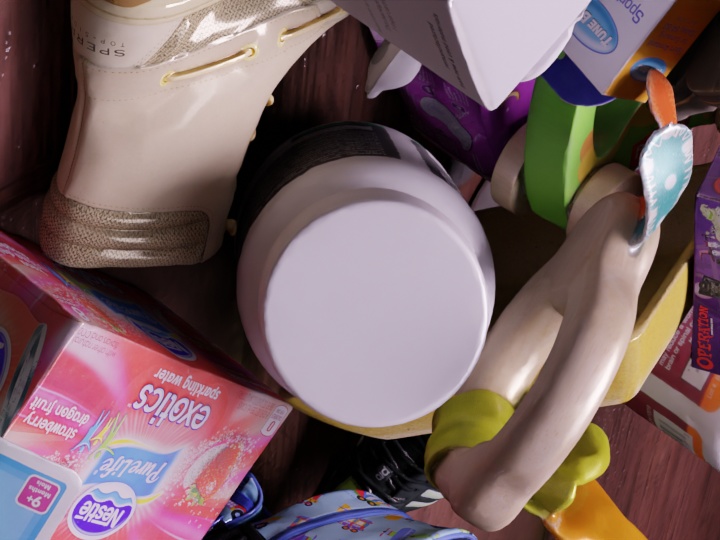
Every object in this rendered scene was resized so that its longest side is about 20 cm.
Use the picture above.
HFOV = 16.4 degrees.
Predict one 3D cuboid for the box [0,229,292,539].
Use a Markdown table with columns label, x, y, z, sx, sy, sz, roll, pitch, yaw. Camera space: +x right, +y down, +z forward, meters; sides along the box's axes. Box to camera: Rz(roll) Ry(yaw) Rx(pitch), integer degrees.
| label | x | y | z | sx | sy | sz | roll | pitch | yaw |
| --- | --- | --- | --- | --- | --- | --- | --- | --- | --- |
| box | -0.129 | 0.058 | 1.078 | 0.103 | 0.094 | 0.200 | -55 | 153 | 3 |

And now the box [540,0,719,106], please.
| label | x | y | z | sx | sy | sz | roll | pitch | yaw |
| --- | --- | --- | --- | --- | --- | --- | --- | --- | --- |
| box | 0.122 | -0.168 | 1.052 | 0.041 | 0.119 | 0.200 | 8 | 127 | -53 |

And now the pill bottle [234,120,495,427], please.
| label | x | y | z | sx | sy | sz | roll | pitch | yaw |
| --- | --- | --- | --- | --- | --- | --- | --- | --- | --- |
| pill bottle | 0.000 | 0.000 | 1.106 | 0.114 | 0.113 | 0.200 | -58 | -172 | 7 |

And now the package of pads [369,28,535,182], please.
| label | x | y | z | sx | sy | sz | roll | pitch | yaw |
| --- | --- | --- | --- | --- | --- | --- | --- | --- | --- |
| package of pads | 0.100 | -0.149 | 1.234 | 0.200 | 0.076 | 0.121 | -49 | 153 | -11 |

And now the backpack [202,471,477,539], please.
| label | x | y | z | sx | sy | sz | roll | pitch | yaw |
| --- | --- | --- | --- | --- | --- | --- | --- | --- | --- |
| backpack | -0.035 | 0.192 | 1.313 | 0.199 | 0.134 | 0.183 | -31 | 144 | -24 |

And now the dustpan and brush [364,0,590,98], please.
| label | x | y | z | sx | sy | sz | roll | pitch | yaw |
| --- | --- | --- | --- | --- | --- | --- | --- | --- | --- |
| dustpan and brush | 0.050 | -0.117 | 1.033 | 0.200 | 0.057 | 0.140 | 119 | -13 | -60 |

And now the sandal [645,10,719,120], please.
| label | x | y | z | sx | sy | sz | roll | pitch | yaw |
| --- | --- | --- | --- | --- | --- | --- | --- | --- | --- |
| sandal | 0.171 | -0.090 | 1.064 | 0.082 | 0.054 | 0.200 | -60 | -176 | -8 |

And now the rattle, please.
| label | x | y | z | sx | sy | sz | roll | pitch | yaw |
| --- | --- | --- | --- | --- | --- | --- | --- | --- | --- |
| rattle | 0.127 | 0.038 | 1.060 | 0.201 | 0.142 | 0.130 | -56 | 176 | 3 |

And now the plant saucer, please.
| label | x | y | z | sx | sy | sz | roll | pitch | yaw |
| --- | --- | --- | --- | --- | --- | --- | --- | --- | --- |
| plant saucer | 0.087 | 0.021 | 1.237 | 0.200 | 0.199 | 0.049 | -47 | 120 | -53 |

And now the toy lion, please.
| label | x | y | z | sx | sy | sz | roll | pitch | yaw |
| --- | --- | --- | --- | --- | --- | --- | --- | --- | --- |
| toy lion | 0.152 | -0.130 | 1.197 | 0.200 | 0.068 | 0.193 | -37 | 145 | -36 |

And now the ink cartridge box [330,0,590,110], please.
| label | x | y | z | sx | sy | sz | roll | pitch | yaw |
| --- | --- | --- | --- | --- | --- | --- | --- | --- | --- |
| ink cartridge box | 0.013 | -0.178 | 0.926 | 0.146 | 0.200 | 0.084 | -48 | 153 | -11 |

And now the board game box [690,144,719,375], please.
| label | x | y | z | sx | sy | sz | roll | pitch | yaw |
| --- | --- | --- | --- | --- | --- | --- | --- | --- | --- |
| board game box | 0.205 | -0.059 | 1.223 | 0.121 | 0.032 | 0.201 | 89 | 24 | -48 |

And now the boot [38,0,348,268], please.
| label | x | y | z | sx | sy | sz | roll | pitch | yaw |
| --- | --- | --- | --- | --- | --- | --- | --- | --- | --- |
| boot | -0.050 | -0.088 | 1.065 | 0.199 | 0.073 | 0.156 | -25 | 141 | -42 |

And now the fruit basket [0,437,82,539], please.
| label | x | y | z | sx | sy | sz | roll | pitch | yaw |
| --- | --- | --- | --- | --- | --- | --- | --- | --- | --- |
| fruit basket | -0.228 | 0.119 | 0.921 | 0.201 | 0.184 | 0.094 | -59 | -165 | 7 |

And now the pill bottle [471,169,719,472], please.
| label | x | y | z | sx | sy | sz | roll | pitch | yaw |
| --- | --- | --- | --- | --- | --- | --- | --- | --- | --- |
| pill bottle | 0.159 | 0.013 | 1.376 | 0.114 | 0.200 | 0.115 | -39 | 150 | -28 |

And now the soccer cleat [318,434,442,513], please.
| label | x | y | z | sx | sy | sz | roll | pitch | yaw |
| --- | --- | --- | --- | --- | --- | --- | --- | --- | --- |
| soccer cleat | 0.027 | 0.104 | 1.358 | 0.081 | 0.068 | 0.200 | -34 | 173 | -21 |
